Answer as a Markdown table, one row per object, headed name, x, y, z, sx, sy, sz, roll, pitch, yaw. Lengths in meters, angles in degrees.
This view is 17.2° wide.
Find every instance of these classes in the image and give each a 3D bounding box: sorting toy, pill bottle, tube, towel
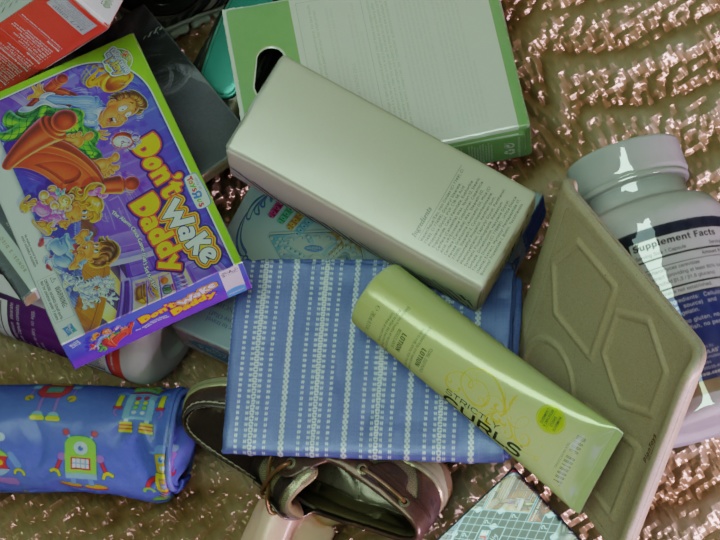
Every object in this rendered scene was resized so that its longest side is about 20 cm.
| name | x | y | z | sx | sy | sz | roll | pitch | yaw |
| --- | --- | --- | --- | --- | --- | --- | --- | --- | --- |
| sorting toy | 0.161 | 0.067 | 1.573 | 0.036 | 0.186 | 0.200 | -5 | 41 | -25 |
| pill bottle | 0.208 | 0.013 | 1.621 | 0.111 | 0.111 | 0.201 | -19 | 75 | 9 |
| pill bottle | -0.218 | 0.002 | 1.724 | 0.199 | 0.112 | 0.113 | 19 | 84 | 16 |
| tube | 0.083 | 0.073 | 1.571 | 0.200 | 0.058 | 0.052 | 39 | 81 | 18 |
| towel | 0.009 | 0.061 | 1.627 | 0.199 | 0.024 | 0.145 | 1 | 69 | 6 |

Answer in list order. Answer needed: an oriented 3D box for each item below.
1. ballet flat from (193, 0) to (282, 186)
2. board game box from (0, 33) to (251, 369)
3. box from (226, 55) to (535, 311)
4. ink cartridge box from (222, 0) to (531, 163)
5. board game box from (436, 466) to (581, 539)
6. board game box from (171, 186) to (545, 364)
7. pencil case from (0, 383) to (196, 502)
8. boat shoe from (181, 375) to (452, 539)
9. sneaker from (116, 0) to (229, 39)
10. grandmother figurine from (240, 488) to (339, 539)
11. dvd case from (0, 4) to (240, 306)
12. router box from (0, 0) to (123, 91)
| name | x | y | z | sx | sy | sz | roll | pitch | yaw |
| --- | --- | --- | --- | --- | --- | --- | --- | --- | --- |
| ballet flat | -0.107 | -0.112 | 1.740 | 0.068 | 0.068 | 0.200 | 28 | 77 | 21 |
| board game box | -0.177 | -0.050 | 1.638 | 0.134 | 0.045 | 0.200 | -25 | 66 | -5 |
| box | 0.013 | -0.058 | 1.606 | 0.200 | 0.068 | 0.082 | 30 | 78 | 7 |
| ink cartridge box | 0.011 | -0.135 | 1.697 | 0.199 | 0.048 | 0.146 | -11 | 63 | 0 |
| board game box | 0.079 | 0.252 | 1.630 | 0.200 | 0.035 | 0.136 | -43 | 80 | -1 |
| board game box | 0.000 | 0.000 | 1.691 | 0.200 | 0.043 | 0.199 | 24 | 72 | 17 |
| pencil case | -0.215 | 0.126 | 1.716 | 0.199 | 0.078 | 0.087 | -1 | 98 | 13 |
| boat shoe | -0.039 | 0.135 | 1.635 | 0.200 | 0.072 | 0.072 | 23 | 128 | 9 |
| sneaker | -0.101 | -0.236 | 1.758 | 0.199 | 0.087 | 0.074 | -26 | 74 | 7 |
| grandmother figurine | -0.081 | 0.249 | 1.671 | 0.121 | 0.061 | 0.201 | 17 | 81 | 23 |
| dvd case | -0.196 | -0.085 | 1.692 | 0.200 | 0.016 | 0.149 | -35 | 65 | -9 |
| router box | -0.210 | -0.228 | 1.710 | 0.179 | 0.049 | 0.200 | -23 | 35 | 47 |
